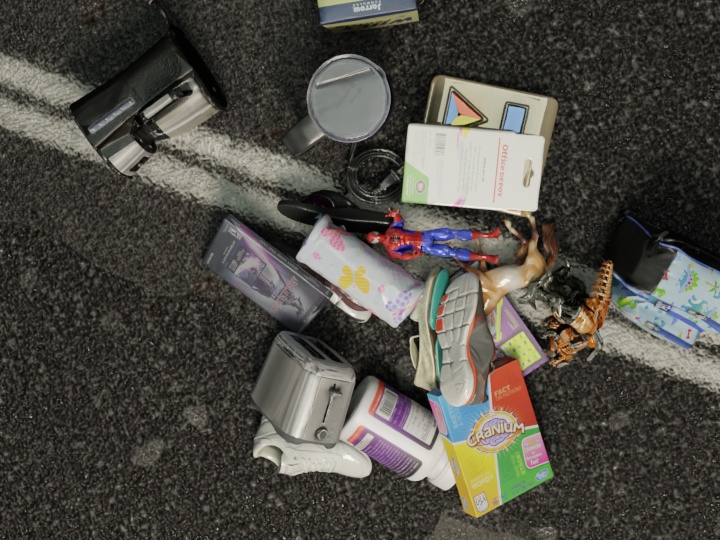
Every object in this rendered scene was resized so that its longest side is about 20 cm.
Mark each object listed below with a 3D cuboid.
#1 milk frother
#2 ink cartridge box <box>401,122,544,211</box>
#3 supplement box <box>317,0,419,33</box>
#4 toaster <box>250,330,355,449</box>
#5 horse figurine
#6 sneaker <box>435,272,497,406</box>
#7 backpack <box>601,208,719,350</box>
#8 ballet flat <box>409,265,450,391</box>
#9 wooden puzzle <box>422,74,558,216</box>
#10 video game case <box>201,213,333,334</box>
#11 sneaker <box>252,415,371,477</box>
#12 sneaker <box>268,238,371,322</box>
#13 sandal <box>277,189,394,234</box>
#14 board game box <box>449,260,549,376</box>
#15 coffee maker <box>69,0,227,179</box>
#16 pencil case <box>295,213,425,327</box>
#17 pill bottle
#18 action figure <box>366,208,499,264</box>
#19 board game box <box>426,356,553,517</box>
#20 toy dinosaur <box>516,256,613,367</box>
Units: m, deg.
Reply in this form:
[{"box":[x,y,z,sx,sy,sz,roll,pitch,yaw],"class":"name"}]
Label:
[{"box":[0.006,-0.199,1.270,0.199,0.188,0.181,36,101,-3],"class":"milk frother"},{"box":[0.166,-0.153,1.285,0.198,0.067,0.118,6,100,8],"class":"ink cartridge box"},{"box":[0.005,-0.449,1.220,0.133,0.200,0.202,-7,101,6],"class":"supplement box"},{"box":[-0.091,0.181,1.362,0.113,0.200,0.130,17,99,-33],"class":"toaster"},{"box":[0.224,-0.009,1.339,0.199,0.050,0.133,-22,89,-1],"class":"horse figurine"},{"box":[0.165,0.106,1.304,0.081,0.077,0.202,15,75,-37],"class":"sneaker"},{"box":[0.465,0.026,1.283,0.199,0.183,0.148,23,105,-10],"class":"backpack"},{"box":[0.103,0.092,1.355,0.062,0.067,0.202,4,99,33],"class":"ballet flat"},{"box":[0.189,-0.190,1.330,0.198,0.046,0.187,12,100,2],"class":"wooden puzzle"},{"box":[-0.149,0.010,1.359,0.200,0.019,0.143,38,143,-2],"class":"video game case"},{"box":[-0.081,0.304,1.407,0.198,0.100,0.075,19,131,5],"class":"sneaker"},{"box":[-0.043,-0.017,1.374,0.199,0.076,0.116,36,89,-7],"class":"sneaker"},{"box":[-0.030,-0.093,1.360,0.199,0.075,0.048,9,73,-5],"class":"sandal"},{"box":[0.196,0.093,1.389,0.120,0.032,0.201,-35,95,5],"class":"board game box"},{"box":[-0.332,-0.271,1.326,0.199,0.135,0.193,-32,73,8],"class":"coffee maker"},{"box":[0.000,0.000,1.300,0.199,0.091,0.083,36,112,1],"class":"pencil case"},{"box":[0.070,0.263,1.383,0.199,0.111,0.112,32,101,-7],"class":"pill bottle"},{"box":[0.105,-0.047,1.281,0.198,0.099,0.066,3,83,7],"class":"action figure"},{"box":[0.203,0.256,1.349,0.152,0.040,0.202,-22,98,-21],"class":"board game box"},{"box":[0.325,0.058,1.310,0.136,0.102,0.200,48,116,24],"class":"toy dinosaur"}]
